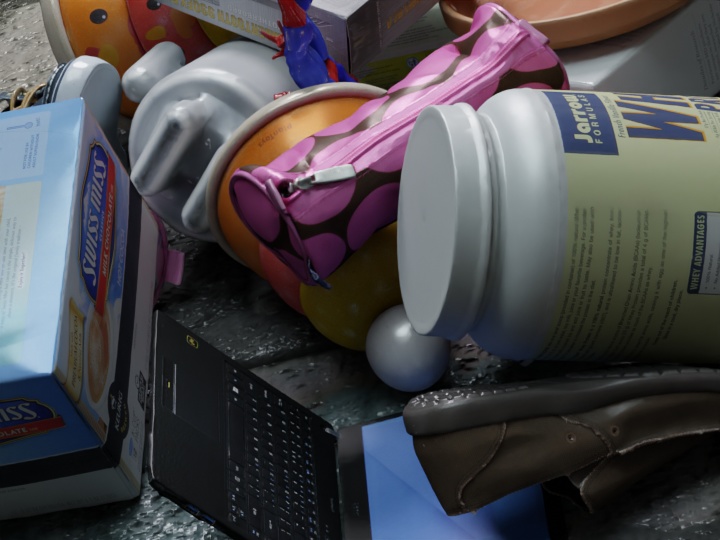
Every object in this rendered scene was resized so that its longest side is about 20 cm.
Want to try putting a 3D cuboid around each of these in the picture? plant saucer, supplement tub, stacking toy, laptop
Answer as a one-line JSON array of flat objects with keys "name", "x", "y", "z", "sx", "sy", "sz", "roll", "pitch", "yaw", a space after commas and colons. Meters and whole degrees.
[{"name": "plant saucer", "x": 0.149, "y": -0.193, "z": 1.853, "sx": 0.199, "sy": 0.032, "sz": 0.201, "roll": -15, "pitch": 27, "yaw": 8}, {"name": "supplement tub", "x": 0.130, "y": -0.023, "z": 1.528, "sx": 0.199, "sy": 0.146, "sz": 0.145, "roll": 2, "pitch": 25, "yaw": -14}, {"name": "stacking toy", "x": 0.000, "y": 0.000, "z": 1.674, "sx": 0.145, "sy": 0.147, "sz": 0.200, "roll": -19, "pitch": 46, "yaw": -5}, {"name": "stacking toy", "x": -0.108, "y": -0.194, "z": 1.973, "sx": 0.199, "sy": 0.147, "sz": 0.146, "roll": -19, "pitch": 25, "yaw": 25}, {"name": "laptop", "x": -0.005, "y": 0.085, "z": 1.509, "sx": 0.103, "sy": 0.200, "sz": 0.177, "roll": -48, "pitch": 20, "yaw": 19}]

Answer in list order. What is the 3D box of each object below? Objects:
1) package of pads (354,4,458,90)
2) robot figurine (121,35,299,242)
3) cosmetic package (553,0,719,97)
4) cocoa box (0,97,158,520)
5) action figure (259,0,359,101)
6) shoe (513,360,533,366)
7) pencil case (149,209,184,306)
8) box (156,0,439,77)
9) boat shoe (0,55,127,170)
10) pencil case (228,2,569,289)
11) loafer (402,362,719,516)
[{"name": "package of pads", "x": 0.035, "y": -0.200, "z": 2.042, "sx": 0.154, "sy": 0.069, "sz": 0.200, "roll": -12, "pitch": 28, "yaw": 10}, {"name": "robot figurine", "x": -0.076, "y": -0.088, "z": 1.828, "sx": 0.113, "sy": 0.169, "sz": 0.200, "roll": -53, "pitch": -6, "yaw": 26}, {"name": "cosmetic package", "x": 0.178, "y": -0.142, "z": 1.852, "sx": 0.101, "sy": 0.072, "sz": 0.200, "roll": 10, "pitch": 37, "yaw": 43}, {"name": "cocoa box", "x": -0.202, "y": 0.024, "z": 1.631, "sx": 0.133, "sy": 0.131, "sz": 0.201, "roll": -9, "pitch": 51, "yaw": 14}, {"name": "action figure", "x": -0.030, "y": -0.122, "z": 1.739, "sx": 0.051, "sy": 0.200, "sz": 0.066, "roll": -18, "pitch": 46, "yaw": 13}, {"name": "shoe", "x": 0.110, "y": -0.036, "z": 1.659, "sx": 0.071, "sy": 0.091, "sz": 0.200, "roll": -45, "pitch": 4, "yaw": 47}, {"name": "pencil case", "x": -0.206, "y": -0.015, "z": 1.827, "sx": 0.199, "sy": 0.088, "sz": 0.087, "roll": 12, "pitch": 39, "yaw": 42}, {"name": "box", "x": -0.041, "y": -0.214, "z": 1.865, "sx": 0.199, "sy": 0.049, "sz": 0.158, "roll": 23, "pitch": 48, "yaw": 27}, {"name": "boat shoe", "x": -0.207, "y": -0.092, "z": 1.849, "sx": 0.090, "sy": 0.200, "sz": 0.071, "roll": 23, "pitch": 70, "yaw": 7}, {"name": "pencil case", "x": 0.026, "y": -0.074, "z": 1.605, "sx": 0.200, "sy": 0.094, "sz": 0.091, "roll": -37, "pitch": 66, "yaw": -15}, {"name": "loafer", "x": 0.117, "y": 0.089, "z": 1.473, "sx": 0.199, "sy": 0.071, "sz": 0.073, "roll": -6, "pitch": 3, "yaw": -17}]
